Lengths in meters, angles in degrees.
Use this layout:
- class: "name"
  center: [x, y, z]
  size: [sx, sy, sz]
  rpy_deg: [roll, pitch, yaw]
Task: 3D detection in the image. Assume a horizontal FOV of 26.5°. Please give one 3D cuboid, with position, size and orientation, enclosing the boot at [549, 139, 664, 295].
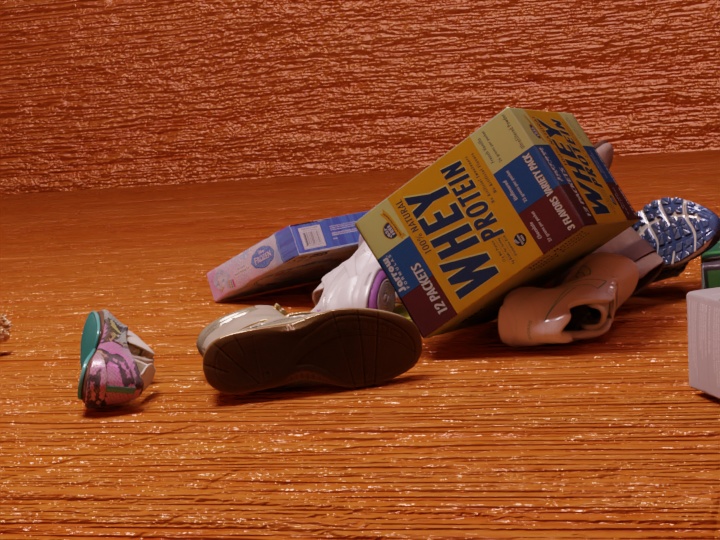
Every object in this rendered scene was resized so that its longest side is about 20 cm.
- class: "boot"
  center: [0.267, -0.043, 1.667]
  size: [0.146, 0.070, 0.200]
  rpy_deg: [35, 62, 18]

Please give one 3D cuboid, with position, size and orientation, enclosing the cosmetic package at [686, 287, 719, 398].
- class: "cosmetic package"
  center: [0.335, 0.062, 1.152]
  size: [0.106, 0.091, 0.200]
  rpy_deg: [-4, 4, -15]

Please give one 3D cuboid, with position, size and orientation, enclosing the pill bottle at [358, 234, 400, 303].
- class: "pill bottle"
  center: [0.105, -0.032, 1.843]
  size: [0.199, 0.117, 0.115]
  rpy_deg: [-11, 10, -39]

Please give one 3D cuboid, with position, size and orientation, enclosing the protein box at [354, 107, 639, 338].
- class: "protein box"
  center: [0.138, -0.049, 1.517]
  size: [0.198, 0.135, 0.200]
  rpy_deg: [-36, -11, 23]

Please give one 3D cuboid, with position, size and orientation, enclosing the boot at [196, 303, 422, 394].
- class: "boot"
  center: [-0.052, 0.066, 1.422]
  size: [0.198, 0.073, 0.155]
  rpy_deg: [-7, 6, -9]

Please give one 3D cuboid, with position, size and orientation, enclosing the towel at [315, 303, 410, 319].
- class: "towel"
  center: [0.043, 0.045, 1.687]
  size: [0.086, 0.018, 0.199]
  rpy_deg: [-13, 12, -41]

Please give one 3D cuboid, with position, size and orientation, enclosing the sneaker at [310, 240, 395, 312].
- class: "sneaker"
  center: [0.000, 0.000, 1.670]
  size: [0.099, 0.075, 0.200]
  rpy_deg: [-11, 25, 24]

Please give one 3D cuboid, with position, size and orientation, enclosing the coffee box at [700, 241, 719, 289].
- class: "coffee box"
  center: [0.438, -0.005, 1.703]
  size: [0.122, 0.044, 0.200]
  rpy_deg: [-3, 8, 14]

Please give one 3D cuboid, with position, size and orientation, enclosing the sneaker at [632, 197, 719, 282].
- class: "sneaker"
  center: [0.337, -0.028, 1.717]
  size: [0.085, 0.078, 0.200]
  rpy_deg: [5, -17, -34]

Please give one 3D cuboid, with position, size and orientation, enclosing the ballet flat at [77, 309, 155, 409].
- class: "ballet flat"
  center: [-0.227, 0.087, 1.432]
  size: [0.071, 0.070, 0.200]
  rpy_deg: [12, 9, -12]

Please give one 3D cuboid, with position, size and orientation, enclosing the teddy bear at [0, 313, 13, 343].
- class: "teddy bear"
  center: [-0.461, 0.073, 1.691]
  size: [0.144, 0.067, 0.200]
  rpy_deg: [2, -1, -22]

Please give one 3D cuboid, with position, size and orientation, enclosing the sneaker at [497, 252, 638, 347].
- class: "sneaker"
  center: [0.223, 0.036, 1.502]
  size: [0.080, 0.071, 0.200]
  rpy_deg: [10, 24, 42]

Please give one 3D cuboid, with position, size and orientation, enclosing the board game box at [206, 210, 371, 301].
- class: "board game box"
  center: [-0.058, -0.023, 1.910]
  size: [0.199, 0.044, 0.199]
  rpy_deg: [-12, -11, -39]
